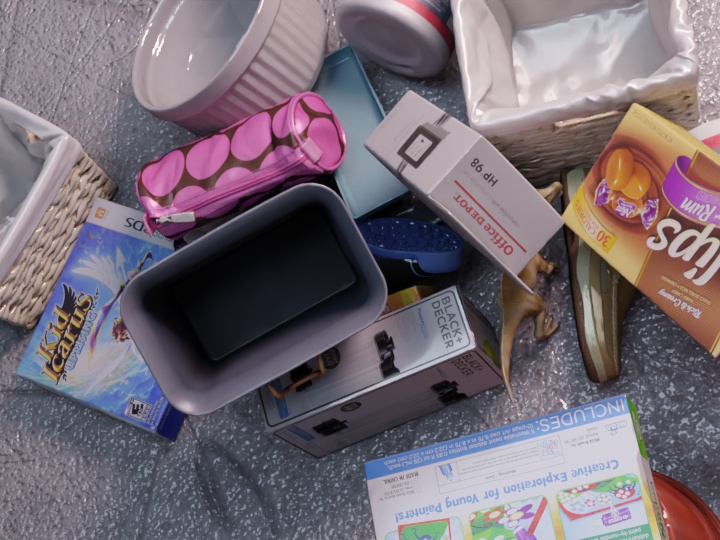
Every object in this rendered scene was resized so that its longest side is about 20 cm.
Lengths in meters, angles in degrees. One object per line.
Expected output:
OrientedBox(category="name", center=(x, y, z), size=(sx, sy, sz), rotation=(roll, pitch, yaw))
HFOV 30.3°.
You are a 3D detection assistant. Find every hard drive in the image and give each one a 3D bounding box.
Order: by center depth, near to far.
OrientedBox(category="hard drive", center=(-0.017, -0.077, 1.283), size=(0.198, 0.042, 0.136), rotation=(-12, 67, 17))

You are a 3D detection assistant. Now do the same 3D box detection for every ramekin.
OrientedBox(category="ramekin", center=(-0.124, -0.219, 1.314), size=(0.199, 0.105, 0.202), rotation=(-26, 48, 33))

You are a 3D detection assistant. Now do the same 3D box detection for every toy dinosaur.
OrientedBox(category="toy dinosaur", center=(0.136, 0.024, 1.152), size=(0.058, 0.101, 0.202), rotation=(7, 73, 23))

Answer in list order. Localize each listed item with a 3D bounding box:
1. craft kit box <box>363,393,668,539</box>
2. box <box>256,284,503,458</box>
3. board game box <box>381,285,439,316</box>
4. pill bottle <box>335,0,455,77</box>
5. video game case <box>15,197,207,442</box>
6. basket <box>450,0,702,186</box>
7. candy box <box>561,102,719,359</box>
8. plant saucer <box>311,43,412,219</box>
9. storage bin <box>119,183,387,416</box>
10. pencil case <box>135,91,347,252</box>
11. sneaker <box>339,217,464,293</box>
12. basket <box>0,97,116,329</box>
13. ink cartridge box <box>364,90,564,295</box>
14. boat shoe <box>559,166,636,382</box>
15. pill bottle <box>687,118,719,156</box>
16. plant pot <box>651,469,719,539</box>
OrientedBox(category="craft kit box", center=(0.113, 0.206, 0.905), size=(0.198, 0.049, 0.199), rotation=(-16, 63, 16))
OrientedBox(category="box", center=(0.020, 0.092, 1.165), size=(0.199, 0.117, 0.061), rotation=(-23, 64, 11))
OrientedBox(category="board game box", center=(-0.027, 0.058, 1.207), size=(0.199, 0.095, 0.030), rotation=(-24, 84, 13))
OrientedBox(category="pill bottle", center=(0.069, -0.301, 1.287), size=(0.119, 0.120, 0.201), rotation=(19, 72, 26))
OrientedBox(category="video game case", center=(-0.226, 0.044, 1.321), size=(0.180, 0.045, 0.201), rotation=(17, 78, 27))
OrientedBox(category="basket", center=(0.196, -0.199, 1.178), size=(0.197, 0.161, 0.202), rotation=(-12, 66, 17))
OrientedBox(category="candy box", center=(0.258, -0.030, 1.036), size=(0.117, 0.056, 0.200), rotation=(-59, 42, 18))
OrientedBox(category="plant saucer", center=(-0.006, -0.132, 1.266), size=(0.070, 0.019, 0.201), rotation=(-27, 53, 6))
OrientedBox(category="storage bin", center=(-0.079, 0.026, 1.112), size=(0.199, 0.134, 0.146), rotation=(-29, 94, 3))
OrientedBox(category="pencil case", center=(-0.113, -0.093, 1.243), size=(0.199, 0.094, 0.091), rotation=(-24, 105, 24))
OrientedBox(category="sneaker", center=(0.000, 0.000, 1.215), size=(0.198, 0.079, 0.070), rotation=(2, 28, 17))
OrientedBox(category="basket", center=(-0.361, -0.055, 1.367), size=(0.135, 0.123, 0.201), rotation=(26, 83, 27))
OrientedBox(category="ink cartridge box", center=(0.091, -0.068, 1.103), size=(0.067, 0.116, 0.200), rotation=(-47, 28, 2))
OrientedBox(category="boat shoe", center=(0.218, -0.003, 1.151), size=(0.075, 0.072, 0.202), rotation=(-5, 69, 7))
OrientedBox(category="pill bottle", center=(0.320, -0.016, 1.088), size=(0.110, 0.111, 0.202), rotation=(-13, 66, 17))
OrientedBox(category="plant pot", center=(0.179, 0.228, 1.005), size=(0.199, 0.195, 0.203), rotation=(-7, 68, 19))
